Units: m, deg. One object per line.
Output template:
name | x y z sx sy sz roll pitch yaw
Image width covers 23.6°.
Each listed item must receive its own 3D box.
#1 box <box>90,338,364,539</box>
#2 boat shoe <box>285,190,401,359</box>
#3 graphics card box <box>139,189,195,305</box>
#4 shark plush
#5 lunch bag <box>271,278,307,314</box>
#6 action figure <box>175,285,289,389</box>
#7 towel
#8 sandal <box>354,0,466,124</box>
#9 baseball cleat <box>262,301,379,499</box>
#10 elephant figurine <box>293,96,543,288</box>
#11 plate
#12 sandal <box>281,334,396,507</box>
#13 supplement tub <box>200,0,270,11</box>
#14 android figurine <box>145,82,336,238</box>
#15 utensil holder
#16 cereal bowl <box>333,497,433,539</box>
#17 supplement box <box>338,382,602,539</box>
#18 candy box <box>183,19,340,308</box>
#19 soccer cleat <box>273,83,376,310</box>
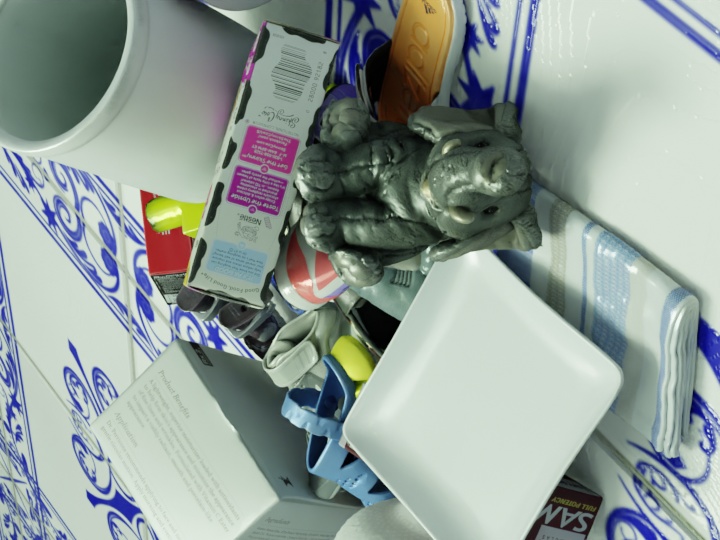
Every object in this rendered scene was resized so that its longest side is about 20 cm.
box | -0.120 0.192 1.669 0.199 0.131 0.200 54 -165 27
boat shoe | 0.002 -0.002 1.407 0.063 0.074 0.201 33 158 56
graphics card box | -0.178 -0.042 1.654 0.200 0.051 0.126 93 169 -82
shark plush | 0.063 0.047 1.355 0.200 0.083 0.091 54 173 -8
lunch bag | -0.079 -0.059 1.537 0.200 0.076 0.160 49 153 31
action figure | -0.097 0.047 1.626 0.130 0.069 0.200 42 180 19
towel | 0.161 0.028 1.218 0.200 0.024 0.147 41 146 40
sandal | 0.026 -0.139 1.274 0.079 0.059 0.207 49 152 28
baseball cleat | -0.043 0.114 1.549 0.070 0.106 0.200 -121 40 -62
elephant figurine | 0.067 -0.056 1.187 0.200 0.155 0.142 -6 131 34
plate | 0.091 0.100 1.267 0.200 0.032 0.200 45 114 40
sandal | -0.010 0.154 1.496 0.079 0.087 0.200 41 154 64
supplement tub | -0.138 -0.299 1.354 0.200 0.132 0.132 38 145 42
android figurine | -0.097 -0.100 1.443 0.200 0.041 0.182 -15 71 29
utensil holder | -0.179 -0.149 1.362 0.170 0.200 0.170 -9 73 32
cereal bowl | 0.073 0.236 1.409 0.200 0.200 0.083 27 110 52
supplement box | 0.085 0.160 1.379 0.200 0.109 0.061 29 98 50
candy box | -0.077 -0.075 1.280 0.136 0.061 0.200 176 110 -83
soccer cleat | -0.010 -0.064 1.321 0.068 0.200 0.073 33 145 -29
